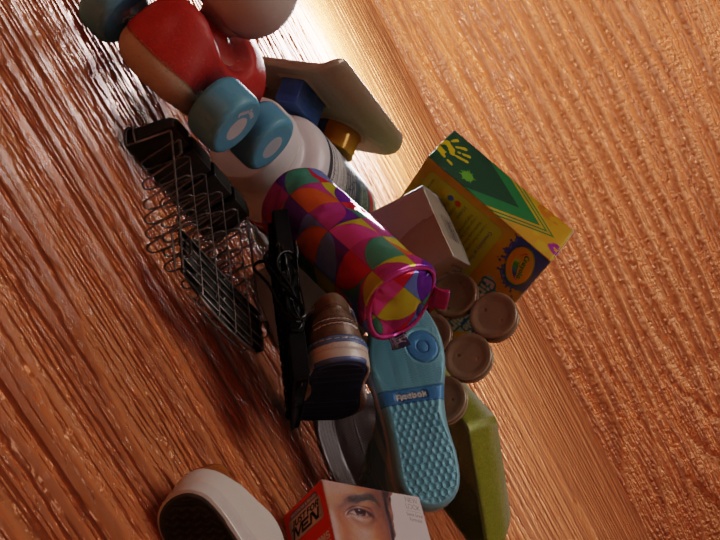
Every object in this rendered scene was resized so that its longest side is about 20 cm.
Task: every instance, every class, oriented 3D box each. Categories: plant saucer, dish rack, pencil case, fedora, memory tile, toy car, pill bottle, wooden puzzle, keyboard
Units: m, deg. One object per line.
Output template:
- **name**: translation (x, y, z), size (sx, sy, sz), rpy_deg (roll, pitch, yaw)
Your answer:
- **plant saucer**: translation (0.106, 0.190, 1.397), size (0.200, 0.047, 0.203), rpy_deg (-132, -154, -55)
- **dish rack**: translation (-0.137, -0.024, 1.086), size (0.154, 0.054, 0.202), rpy_deg (50, 21, -47)
- **pencil case**: translation (-0.011, -0.016, 1.147), size (0.200, 0.088, 0.088), rpy_deg (43, -3, 40)
- **fedora**: translation (0.036, 0.182, 1.302), size (0.179, 0.089, 0.200), rpy_deg (66, 13, 9)
- **memory tile**: translation (0.050, 0.060, 1.292), size (0.198, 0.155, 0.017), rpy_deg (25, -15, 29)
- **toy car**: translation (-0.110, -0.232, 1.141), size (0.184, 0.200, 0.177), rpy_deg (44, 7, 16)
- **pill bottle**: translation (-0.072, -0.091, 1.327), size (0.200, 0.118, 0.121), rpy_deg (44, 23, -56)
- **wooden puzzle**: translation (-0.075, -0.170, 1.367), size (0.185, 0.197, 0.047), rpy_deg (45, 56, -56)
- **keyboard**: translation (-0.074, 0.028, 1.079), size (0.105, 0.039, 0.202), rpy_deg (103, -18, -44)

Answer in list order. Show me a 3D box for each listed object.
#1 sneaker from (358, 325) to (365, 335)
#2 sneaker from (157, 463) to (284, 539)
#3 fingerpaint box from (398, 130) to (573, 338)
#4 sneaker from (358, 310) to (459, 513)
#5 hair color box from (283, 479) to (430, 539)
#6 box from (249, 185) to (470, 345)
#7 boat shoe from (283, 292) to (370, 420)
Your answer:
- **sneaker**: translation (-0.017, 0.038, 1.466), size (0.082, 0.075, 0.200), rpy_deg (42, 10, 4)
- **sneaker**: translation (-0.060, 0.219, 0.872), size (0.202, 0.072, 0.085), rpy_deg (61, 15, -8)
- **fingerpaint box**: translation (0.103, -0.019, 1.357), size (0.166, 0.201, 0.073), rpy_deg (40, 42, 5)
- **sneaker**: translation (0.032, 0.136, 1.179), size (0.131, 0.078, 0.203), rpy_deg (122, -34, -62)
- **hair color box**: translation (0.015, 0.275, 1.007), size (0.110, 0.064, 0.202), rpy_deg (16, 41, -35)
- **box**: translation (0.000, 0.000, 1.258), size (0.079, 0.198, 0.095), rpy_deg (65, 13, 11)
- **boat shoe**: translation (-0.027, 0.079, 1.116), size (0.200, 0.071, 0.074), rpy_deg (118, -31, -64)
